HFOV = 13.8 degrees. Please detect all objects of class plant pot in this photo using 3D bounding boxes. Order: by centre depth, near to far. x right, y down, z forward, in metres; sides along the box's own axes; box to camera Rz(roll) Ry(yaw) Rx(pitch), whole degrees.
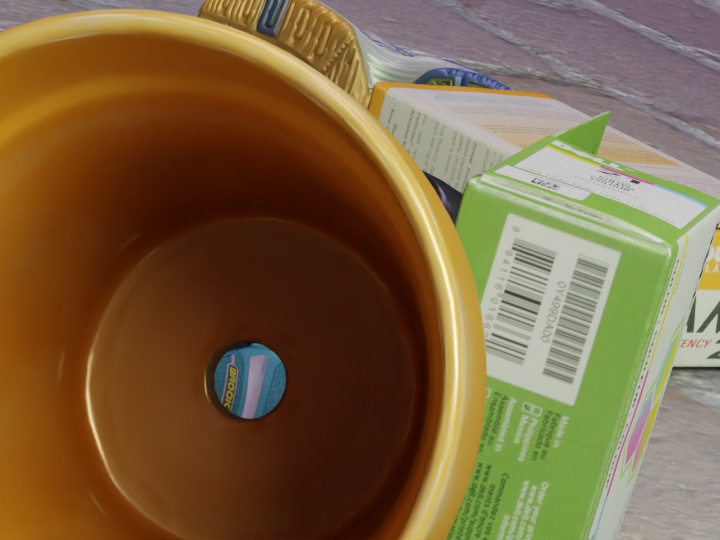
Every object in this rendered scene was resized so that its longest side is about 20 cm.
[{"bbox_3d":[-0.053,0.034,0.904,0.200,0.200,0.183,19,0,12],"label":"plant pot"}]

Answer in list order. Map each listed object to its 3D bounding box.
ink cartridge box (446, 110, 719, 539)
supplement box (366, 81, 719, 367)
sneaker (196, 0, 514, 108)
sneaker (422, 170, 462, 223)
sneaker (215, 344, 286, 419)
[{"bbox_3d":[0.079,0.029,1.082,0.076,0.148,0.200,20,16,14],"label":"ink cartridge box"},{"bbox_3d":[0.104,-0.023,1.428,0.126,0.074,0.200,1,21,-42],"label":"supplement box"},{"bbox_3d":[0.004,-0.095,1.620,0.200,0.075,0.088,25,5,10],"label":"sneaker"},{"bbox_3d":[-0.001,-0.022,1.382,0.083,0.072,0.200,34,0,-43],"label":"sneaker"},{"bbox_3d":[-0.032,0.048,1.095,0.080,0.078,0.200,39,25,9],"label":"sneaker"}]
